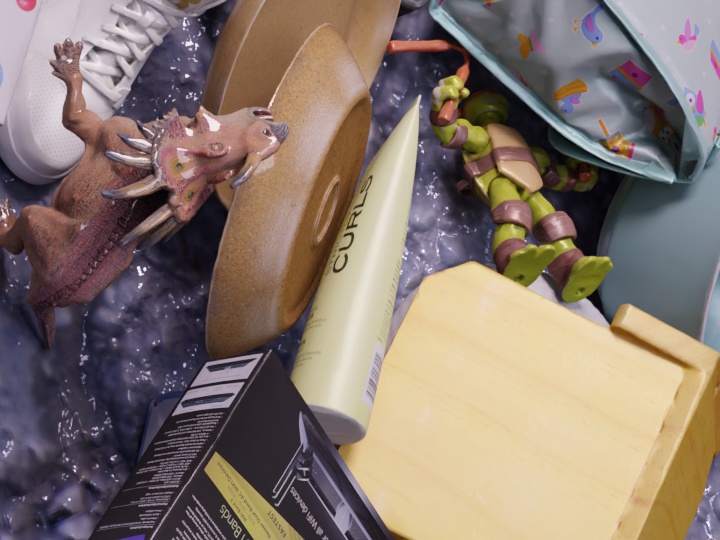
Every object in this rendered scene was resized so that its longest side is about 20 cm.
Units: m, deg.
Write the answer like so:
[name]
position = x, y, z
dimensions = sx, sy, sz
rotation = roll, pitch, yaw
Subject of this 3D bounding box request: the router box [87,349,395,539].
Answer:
[router box]
position = -0.049, 0.169, 1.305
dimensions = 0.201, 0.052, 0.158
rotation = 58, 42, -25

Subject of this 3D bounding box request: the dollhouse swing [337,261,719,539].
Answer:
[dollhouse swing]
position = 0.098, 0.124, 1.463
dimensions = 0.201, 0.175, 0.182
rotation = -63, 161, -21

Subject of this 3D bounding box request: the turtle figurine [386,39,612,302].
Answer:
[turtle figurine]
position = 0.088, -0.060, 1.548
dimensions = 0.199, 0.064, 0.162
rotation = 26, 36, -47

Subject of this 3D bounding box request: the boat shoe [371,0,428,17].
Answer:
[boat shoe]
position = 0.012, -0.256, 1.527
dimensions = 0.073, 0.068, 0.201
rotation = 4, 82, -37

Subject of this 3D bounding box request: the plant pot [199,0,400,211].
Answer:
[plant pot]
position = -0.037, -0.127, 1.431
dimensions = 0.200, 0.027, 0.201
rotation = -49, 156, -31

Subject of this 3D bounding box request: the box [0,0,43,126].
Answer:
[box]
position = -0.238, -0.198, 1.344
dimensions = 0.155, 0.041, 0.201
rotation = 27, 69, -32

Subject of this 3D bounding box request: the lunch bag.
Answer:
[lunch bag]
position = 0.161, -0.163, 1.559
dimensions = 0.200, 0.122, 0.171
rotation = 42, 39, -11

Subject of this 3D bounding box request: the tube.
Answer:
[tube]
position = 0.000, 0.000, 1.414
dimensions = 0.052, 0.058, 0.201
rotation = 44, 52, -46

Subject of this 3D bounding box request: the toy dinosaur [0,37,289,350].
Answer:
[toy dinosaur]
position = -0.136, -0.028, 1.312
dimensions = 0.085, 0.136, 0.201
rotation = 20, 111, -35

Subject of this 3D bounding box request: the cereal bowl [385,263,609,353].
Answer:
[cereal bowl]
position = 0.104, 0.092, 1.545
dimensions = 0.199, 0.083, 0.202
rotation = 7, 79, -38

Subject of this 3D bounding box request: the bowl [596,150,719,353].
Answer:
[bowl]
position = 0.225, -0.014, 1.611
dimensions = 0.201, 0.104, 0.202
rotation = -40, 142, -41

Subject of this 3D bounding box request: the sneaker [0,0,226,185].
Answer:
[sneaker]
position = -0.129, -0.143, 1.374
dimensions = 0.074, 0.115, 0.201
rotation = 35, 66, -31

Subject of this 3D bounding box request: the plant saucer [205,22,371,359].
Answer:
[plant saucer]
position = -0.034, -0.039, 1.396
dimensions = 0.035, 0.201, 0.201
rotation = 19, 67, 8

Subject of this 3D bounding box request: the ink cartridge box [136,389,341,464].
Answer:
[ink cartridge box]
position = -0.037, 0.163, 1.428
dimensions = 0.199, 0.076, 0.138
rotation = 22, 73, -32
